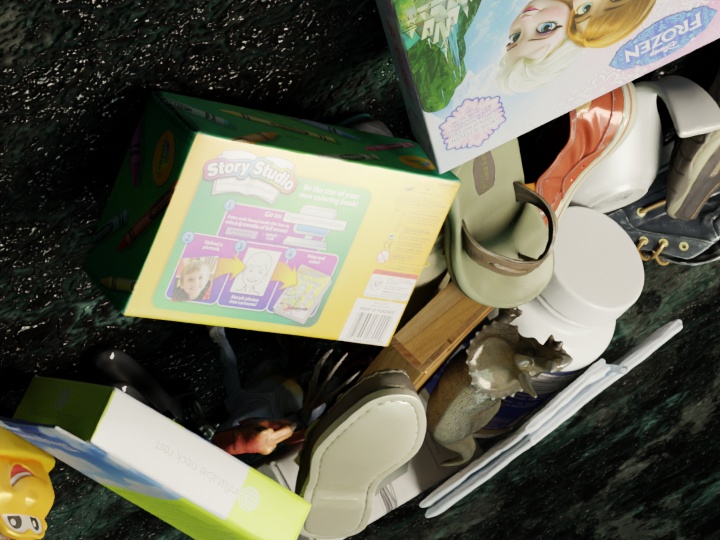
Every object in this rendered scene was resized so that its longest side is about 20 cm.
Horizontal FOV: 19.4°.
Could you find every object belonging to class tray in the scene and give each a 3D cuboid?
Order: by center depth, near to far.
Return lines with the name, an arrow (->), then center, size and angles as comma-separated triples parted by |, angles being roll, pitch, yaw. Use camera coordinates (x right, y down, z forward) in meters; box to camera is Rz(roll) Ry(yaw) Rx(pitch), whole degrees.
tray -> 0.025, 0.081, 1.539 | 0.099, 0.037, 0.200 | -42, 174, -36

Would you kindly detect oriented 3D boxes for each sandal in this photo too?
sandal -> 0.096, -0.028, 1.403 | 0.080, 0.057, 0.201 | -46, 150, -12

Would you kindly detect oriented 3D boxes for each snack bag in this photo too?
snack bag -> 0.153, 0.113, 1.674 | 0.200, 0.021, 0.189 | -33, 172, -34

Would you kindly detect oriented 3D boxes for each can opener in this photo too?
can opener -> -0.152, 0.107, 1.524 | 0.079, 0.063, 0.200 | -29, 160, -2

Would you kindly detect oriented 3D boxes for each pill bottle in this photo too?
pill bottle -> 0.128, 0.037, 1.637 | 0.120, 0.120, 0.200 | -14, 159, -37

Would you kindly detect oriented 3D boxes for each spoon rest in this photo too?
spoon rest -> 0.201, -0.094, 1.565 | 0.099, 0.061, 0.200 | -13, 167, -24

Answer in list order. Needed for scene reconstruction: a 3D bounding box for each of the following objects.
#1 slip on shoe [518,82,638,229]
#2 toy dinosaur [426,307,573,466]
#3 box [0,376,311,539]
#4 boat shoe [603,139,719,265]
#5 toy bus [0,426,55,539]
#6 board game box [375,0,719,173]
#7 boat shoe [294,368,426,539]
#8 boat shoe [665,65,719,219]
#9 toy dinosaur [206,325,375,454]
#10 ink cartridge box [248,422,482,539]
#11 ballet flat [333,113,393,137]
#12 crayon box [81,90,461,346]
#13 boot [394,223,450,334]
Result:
slip on shoe -> 0.119, -0.069, 1.488 | 0.061, 0.074, 0.200 | 5, 140, -32
toy dinosaur -> 0.085, 0.082, 1.538 | 0.102, 0.077, 0.200 | -30, 169, -45
box -> -0.145, 0.129, 1.424 | 0.200, 0.048, 0.122 | 35, 161, -30
boat shoe -> 0.226, -0.031, 1.675 | 0.200, 0.091, 0.071 | -33, 159, 8
toy bus -> -0.282, 0.224, 1.442 | 0.200, 0.192, 0.136 | -37, 157, 14
board game box -> 0.108, -0.169, 1.195 | 0.200, 0.041, 0.200 | -26, 143, -4
boat shoe -> -0.005, 0.118, 1.464 | 0.072, 0.060, 0.200 | 4, 146, -13
boat shoe -> 0.285, -0.103, 1.563 | 0.073, 0.075, 0.200 | 18, 140, -5
toy dinosaur -> -0.053, 0.105, 1.506 | 0.182, 0.105, 0.200 | -52, 147, -48
ink cartridge box -> -0.024, 0.171, 1.726 | 0.200, 0.084, 0.145 | -26, 177, -41
ballet flat -> -0.060, -0.036, 1.315 | 0.200, 0.073, 0.073 | -23, 158, -18
crayon box -> -0.050, -0.027, 1.243 | 0.200, 0.058, 0.119 | 9, 114, -38
boot -> 0.000, 0.000, 1.469 | 0.200, 0.073, 0.155 | -30, 161, -30
